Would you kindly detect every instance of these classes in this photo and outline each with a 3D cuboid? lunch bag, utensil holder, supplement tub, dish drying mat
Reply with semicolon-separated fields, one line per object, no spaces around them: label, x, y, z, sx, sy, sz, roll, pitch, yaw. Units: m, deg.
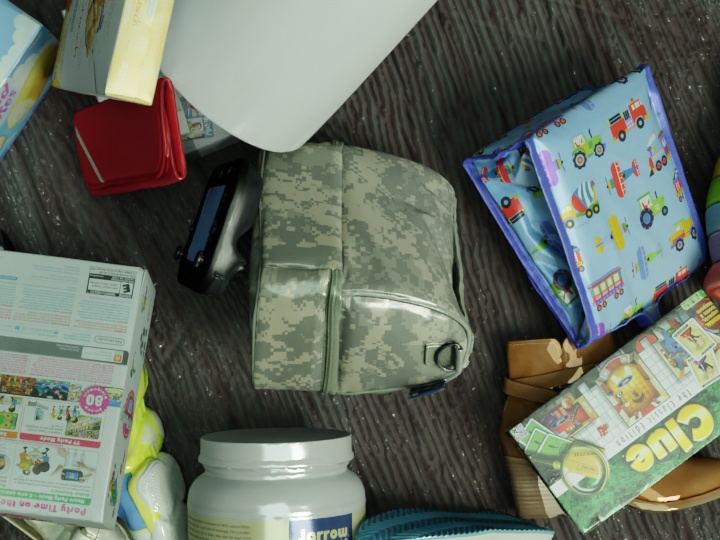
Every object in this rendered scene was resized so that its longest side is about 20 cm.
lunch bag;0.000;0.000;0.982;0.168;0.200;0.139;1;132;-1
utensil holder;-0.043;-0.211;0.930;0.170;0.170;0.200;44;114;0
supplement tub;-0.067;0.232;1.001;0.145;0.145;0.200;-1;89;-2
dish drying mat;-0.186;-0.101;0.984;0.018;0.200;0.077;-10;95;-29
lunch bag;0.204;-0.043;1.034;0.151;0.094;0.200;-32;99;-28

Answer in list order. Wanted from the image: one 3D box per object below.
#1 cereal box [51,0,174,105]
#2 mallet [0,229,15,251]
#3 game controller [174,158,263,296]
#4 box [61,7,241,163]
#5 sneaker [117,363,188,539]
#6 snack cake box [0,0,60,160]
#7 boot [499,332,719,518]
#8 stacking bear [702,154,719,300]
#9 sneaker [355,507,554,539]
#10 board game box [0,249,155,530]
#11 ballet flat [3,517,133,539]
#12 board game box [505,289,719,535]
cereal box;-0.184;-0.201;0.940;0.039;0.200;0.144;11;94;-25
mallet;-0.302;0.064;1.028;0.066;0.041;0.200;-17;73;-1
game controller;-0.115;-0.034;0.983;0.042;0.200;0.104;10;90;-14
box;-0.131;-0.184;1.064;0.200;0.041;0.156;-23;88;-2
sneaker;-0.211;0.161;1.036;0.105;0.076;0.200;-19;73;8
snack cake box;-0.328;-0.124;1.018;0.067;0.115;0.200;34;88;-1
boot;0.217;0.126;1.059;0.200;0.077;0.155;-4;84;5
stacking bear;0.350;-0.076;1.047;0.114;0.121;0.200;2;78;22
sneaker;0.077;0.238;1.002;0.200;0.076;0.081;13;89;-38
board game box;-0.251;0.092;0.974;0.147;0.064;0.200;7;73;0
ballet flat;-0.247;0.211;1.035;0.200;0.069;0.069;35;87;-1
board game box;0.228;0.114;1.013;0.200;0.023;0.105;-36;85;-5
